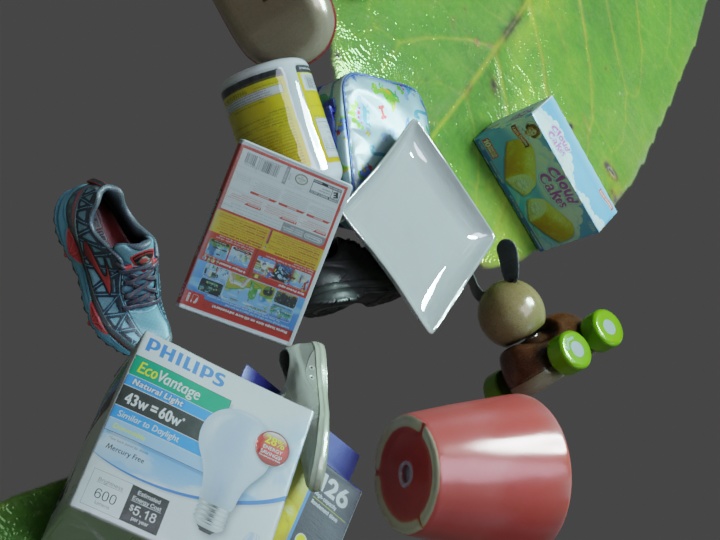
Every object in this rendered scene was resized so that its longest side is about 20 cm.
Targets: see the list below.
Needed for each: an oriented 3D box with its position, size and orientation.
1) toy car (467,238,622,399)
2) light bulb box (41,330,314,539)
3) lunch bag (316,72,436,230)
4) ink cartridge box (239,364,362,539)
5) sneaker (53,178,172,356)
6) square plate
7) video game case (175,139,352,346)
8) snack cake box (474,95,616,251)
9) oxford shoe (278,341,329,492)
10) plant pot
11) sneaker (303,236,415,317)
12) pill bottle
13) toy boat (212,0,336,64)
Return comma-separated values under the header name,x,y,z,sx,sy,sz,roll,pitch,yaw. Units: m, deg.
name,x,y,z,sx,sy,sz,roll,pitch,yaw
toy car,0.219,0.060,1.640,0.158,0.164,0.200,-26,82,-44
light bulb box,-0.177,0.202,1.202,0.198,0.125,0.200,27,54,-13
lunch bag,0.015,-0.148,1.561,0.161,0.082,0.200,4,74,-43
ink cartridge box,-0.089,0.237,1.370,0.198,0.047,0.200,42,54,-24
sneaker,-0.249,0.000,1.264,0.079,0.095,0.200,-33,99,-43
square plate,0.071,-0.055,1.511,0.200,0.028,0.198,54,49,-20
video game case,-0.107,-0.030,1.377,0.143,0.017,0.200,22,89,-22
snack cake box,0.270,-0.138,1.766,0.067,0.115,0.200,-42,105,-41
oxford shoe,-0.065,0.163,1.366,0.058,0.075,0.200,4,46,-11
plant pot,0.126,0.247,1.475,0.177,0.200,0.201,5,73,-30
sneaker,0.000,0.000,1.510,0.200,0.076,0.091,-7,74,-46
pill bottle,-0.087,-0.143,1.447,0.112,0.112,0.200,-16,87,-44
toy boat,-0.107,-0.346,1.506,0.200,0.130,0.131,62,15,-4
